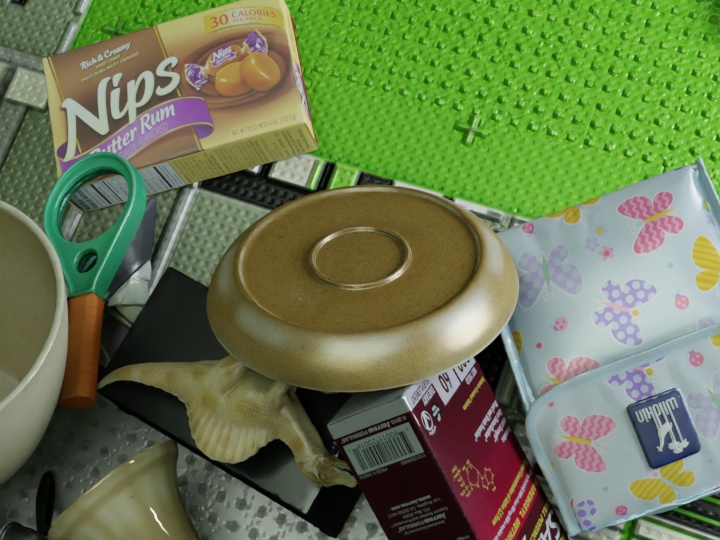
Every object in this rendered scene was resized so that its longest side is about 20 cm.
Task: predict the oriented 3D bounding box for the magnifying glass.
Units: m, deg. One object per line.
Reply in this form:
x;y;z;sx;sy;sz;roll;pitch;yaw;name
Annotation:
-0.192;0.002;0.947;0.079;0.022;0.202;-14;58;18;magnifying glass

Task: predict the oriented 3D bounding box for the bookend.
-0.059;0.047;0.949;0.198;0.092;0.200;26;77;20;bookend

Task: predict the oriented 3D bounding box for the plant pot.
0.000;0.000;0.840;0.197;0.028;0.201;-4;37;3;plant pot

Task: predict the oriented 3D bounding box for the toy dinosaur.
-0.083;0.070;0.864;0.198;0.058;0.102;21;77;20;toy dinosaur

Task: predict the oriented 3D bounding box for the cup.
-0.275;0.069;0.870;0.197;0.144;0.202;-2;53;2;cup

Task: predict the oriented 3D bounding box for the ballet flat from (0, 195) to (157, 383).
-0.202;0.036;1.002;0.073;0.073;0.201;35;76;20;ballet flat

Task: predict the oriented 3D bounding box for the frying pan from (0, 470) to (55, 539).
-0.211;0.214;0.910;0.030;0.190;0.117;-11;98;3;frying pan

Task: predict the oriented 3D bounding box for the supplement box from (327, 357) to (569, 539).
0.067;0.149;0.831;0.060;0.109;0.202;-23;101;29;supplement box

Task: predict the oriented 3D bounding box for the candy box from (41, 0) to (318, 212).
-0.141;-0.130;1.043;0.197;0.057;0.118;-14;71;6;candy box

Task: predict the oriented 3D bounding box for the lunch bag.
0.183;0.054;0.879;0.168;0.127;0.203;-19;72;12;lunch bag

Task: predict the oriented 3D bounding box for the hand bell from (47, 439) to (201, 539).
-0.103;0.221;0.871;0.104;0.104;0.201;-39;79;-3;hand bell
